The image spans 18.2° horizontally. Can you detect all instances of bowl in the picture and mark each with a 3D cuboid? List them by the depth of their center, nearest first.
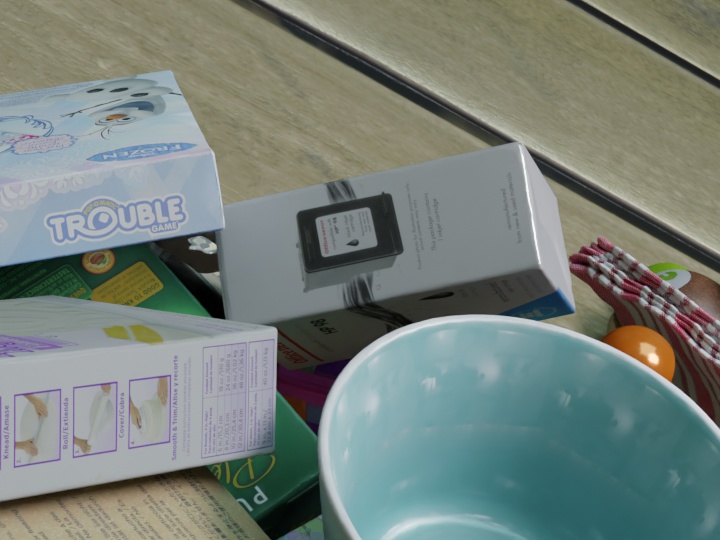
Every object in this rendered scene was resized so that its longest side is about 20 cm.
[{"bbox_3d":[0.065,0.126,0.972,0.199,0.105,0.201,12,40,-10],"label":"bowl"}]

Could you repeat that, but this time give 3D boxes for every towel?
[{"bbox_3d":[0.213,0.069,1.370,0.147,0.030,0.200,54,-8,-38],"label":"towel"}]

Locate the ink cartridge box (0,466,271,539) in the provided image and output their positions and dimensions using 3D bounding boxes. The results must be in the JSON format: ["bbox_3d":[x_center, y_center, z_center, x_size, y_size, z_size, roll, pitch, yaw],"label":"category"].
[{"bbox_3d":[-0.073,0.173,0.877,0.200,0.075,0.164,46,28,24],"label":"ink cartridge box"}]

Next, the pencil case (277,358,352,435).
[{"bbox_3d":[0.042,0.073,1.196,0.199,0.089,0.088,12,7,40],"label":"pencil case"}]

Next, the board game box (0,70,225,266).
[{"bbox_3d":[-0.178,-0.047,1.113,0.199,0.044,0.199,-9,17,-8],"label":"board game box"}]

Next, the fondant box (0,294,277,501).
[{"bbox_3d":[-0.150,0.050,0.927,0.144,0.059,0.199,7,8,38],"label":"fondant box"}]

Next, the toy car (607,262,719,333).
[{"bbox_3d":[0.280,0.014,1.540,0.157,0.201,0.164,32,24,-3],"label":"toy car"}]

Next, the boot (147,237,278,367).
[{"bbox_3d":[-0.093,-0.016,1.305,0.204,0.074,0.153,50,27,19],"label":"boot"}]

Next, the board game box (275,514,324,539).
[{"bbox_3d":[0.029,0.192,0.991,0.134,0.034,0.200,-25,57,-40],"label":"board game box"}]

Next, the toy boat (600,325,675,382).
[{"bbox_3d":[0.141,0.089,1.321,0.199,0.131,0.131,4,38,-48],"label":"toy boat"}]

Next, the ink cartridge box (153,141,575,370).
[{"bbox_3d":[0.000,0.000,1.135,0.116,0.199,0.067,40,39,-71],"label":"ink cartridge box"}]

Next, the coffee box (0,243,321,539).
[{"bbox_3d":[-0.114,0.068,1.087,0.123,0.044,0.200,-34,62,-20],"label":"coffee box"}]
